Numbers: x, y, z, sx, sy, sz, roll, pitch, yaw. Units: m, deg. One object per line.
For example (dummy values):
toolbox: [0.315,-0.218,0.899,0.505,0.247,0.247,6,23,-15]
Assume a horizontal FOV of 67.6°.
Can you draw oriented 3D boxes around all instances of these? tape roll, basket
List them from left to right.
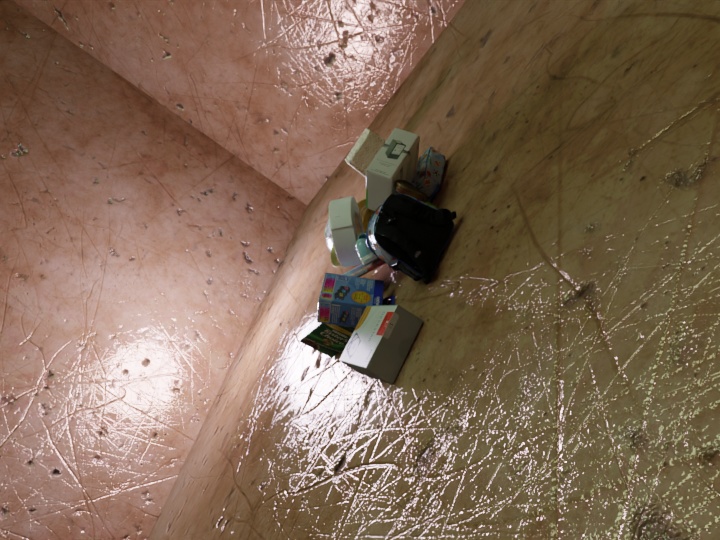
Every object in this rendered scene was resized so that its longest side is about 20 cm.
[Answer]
tape roll: [-0.036,-0.115,1.600,0.069,0.206,0.204,-10,29,9]
basket: [0.046,-0.540,2.512,0.201,0.160,0.199,-53,14,10]

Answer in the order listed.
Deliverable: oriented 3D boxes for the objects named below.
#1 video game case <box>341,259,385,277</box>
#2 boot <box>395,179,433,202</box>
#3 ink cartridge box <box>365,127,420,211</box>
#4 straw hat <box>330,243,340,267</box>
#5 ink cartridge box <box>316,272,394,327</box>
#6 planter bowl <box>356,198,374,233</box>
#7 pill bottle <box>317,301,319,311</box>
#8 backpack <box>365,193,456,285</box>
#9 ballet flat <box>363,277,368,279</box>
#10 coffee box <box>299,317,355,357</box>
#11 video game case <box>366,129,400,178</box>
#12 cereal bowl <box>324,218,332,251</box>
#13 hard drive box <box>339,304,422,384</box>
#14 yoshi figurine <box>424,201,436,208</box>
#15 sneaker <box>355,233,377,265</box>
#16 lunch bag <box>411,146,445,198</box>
video game case: [0.000,0.000,1.590,0.197,0.018,0.143,-28,7,14]
boot: [0.118,-0.164,1.519,0.156,0.076,0.199,-54,-22,11]
ink cartridge box: [0.092,-0.282,1.536,0.202,0.083,0.147,-59,-19,-33]
straw hat: [-0.028,-0.086,1.981,0.201,0.084,0.204,-46,32,39]
ink cartridge box: [-0.009,0.083,1.430,0.137,0.195,0.078,-81,1,-58]
planter bowl: [0.062,-0.135,1.700,0.083,0.203,0.200,-21,-14,-41]
pill bottle: [-0.059,0.109,1.622,0.117,0.115,0.199,-61,15,-16]
backpack: [0.111,-0.089,1.321,0.203,0.189,0.154,-64,16,-20]
ballet flat: [-0.007,0.049,1.668,0.068,0.066,0.199,-62,15,-15]
coffee box: [-0.084,0.182,1.539,0.200,0.122,0.045,-39,28,51]
video game case: [0.092,-0.307,1.680,0.184,0.022,0.201,-57,-25,-14]
cereal bowl: [-0.096,-0.169,2.263,0.200,0.082,0.204,-44,39,51]
hard drive box: [0.044,0.166,1.250,0.158,0.076,0.199,-62,15,-14]
yoshi figurine: [0.141,-0.104,1.446,0.202,0.112,0.111,-57,30,-7]
sneaker: [0.031,-0.071,1.522,0.073,0.083,0.200,-25,1,10]
lunch bag: [0.191,-0.279,1.677,0.160,0.075,0.202,-45,20,48]
